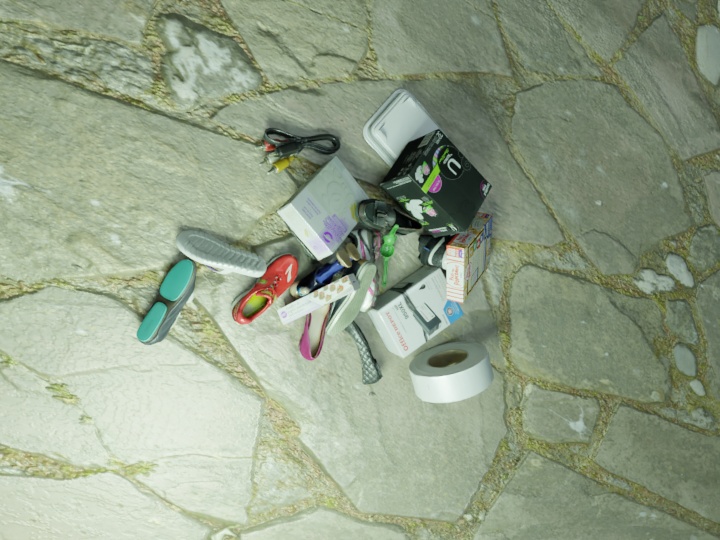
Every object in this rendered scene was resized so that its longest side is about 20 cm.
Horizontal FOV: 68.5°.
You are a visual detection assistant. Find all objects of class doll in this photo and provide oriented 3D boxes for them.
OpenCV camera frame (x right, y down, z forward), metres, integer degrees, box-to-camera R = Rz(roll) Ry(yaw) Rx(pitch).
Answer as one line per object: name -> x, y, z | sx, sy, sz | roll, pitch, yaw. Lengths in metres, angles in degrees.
doll -> -0.086, 0.011, 1.179 | 0.048, 0.200, 0.136 | 54, 35, -3

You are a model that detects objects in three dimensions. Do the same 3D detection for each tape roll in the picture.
tape roll -> 0.223, 0.248, 1.309 | 0.202, 0.202, 0.071 | -20, 102, -19

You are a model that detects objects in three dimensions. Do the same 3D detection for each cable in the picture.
cable -> -0.147, -0.287, 1.214 | 0.200, 0.050, 0.097 | -22, 85, -31

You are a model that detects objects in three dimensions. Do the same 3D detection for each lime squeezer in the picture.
lime squeezer -> 0.065, -0.055, 1.279 | 0.038, 0.200, 0.071 | 15, 45, 5

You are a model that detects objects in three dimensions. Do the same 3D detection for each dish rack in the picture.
dish rack -> 0.123, -0.330, 1.305 | 0.200, 0.044, 0.172 | 44, 77, -20

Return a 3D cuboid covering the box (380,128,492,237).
box -> 0.179, -0.199, 1.242 | 0.200, 0.124, 0.149 | 41, 70, -22

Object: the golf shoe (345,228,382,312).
golf shoe -> 0.000, 0.000, 1.273 | 0.092, 0.073, 0.200 | 4, 85, -12

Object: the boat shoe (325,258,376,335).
boat shoe -> -0.032, 0.058, 1.218 | 0.075, 0.062, 0.200 | 5, 114, -55

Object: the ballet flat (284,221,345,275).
ballet flat -> -0.102, -0.060, 1.224 | 0.072, 0.072, 0.200 | -45, 109, -13

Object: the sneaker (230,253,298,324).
sneaker -> -0.204, 0.047, 1.183 | 0.077, 0.085, 0.200 | 44, 78, -20

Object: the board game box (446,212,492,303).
board game box -> 0.272, -0.036, 1.309 | 0.200, 0.046, 0.152 | -42, 136, -47

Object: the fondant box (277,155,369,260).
fondant box -> -0.074, -0.143, 1.190 | 0.144, 0.058, 0.200 | 50, 50, -18

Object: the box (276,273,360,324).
box -> -0.095, 0.065, 1.184 | 0.200, 0.041, 0.039 | -26, 86, 21

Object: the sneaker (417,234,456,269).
sneaker -> 0.210, -0.083, 1.348 | 0.200, 0.112, 0.073 | -47, 142, -44

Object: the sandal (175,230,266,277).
sandal -> -0.307, -0.023, 1.152 | 0.202, 0.083, 0.050 | 22, 129, -15

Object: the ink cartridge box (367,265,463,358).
ink cartridge box -> 0.135, 0.101, 1.323 | 0.200, 0.084, 0.145 | -33, 105, -15

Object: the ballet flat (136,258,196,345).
ballet flat -> -0.399, 0.069, 1.120 | 0.073, 0.073, 0.200 | 32, 82, -21

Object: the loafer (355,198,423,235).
loafer -> 0.073, -0.127, 1.250 | 0.200, 0.063, 0.072 | 11, 83, -49

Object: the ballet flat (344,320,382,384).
ballet flat -> -0.006, 0.192, 1.287 | 0.057, 0.066, 0.200 | -25, 101, -1

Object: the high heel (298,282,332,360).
high heel -> -0.098, 0.107, 1.224 | 0.067, 0.096, 0.200 | 22, 86, -22
